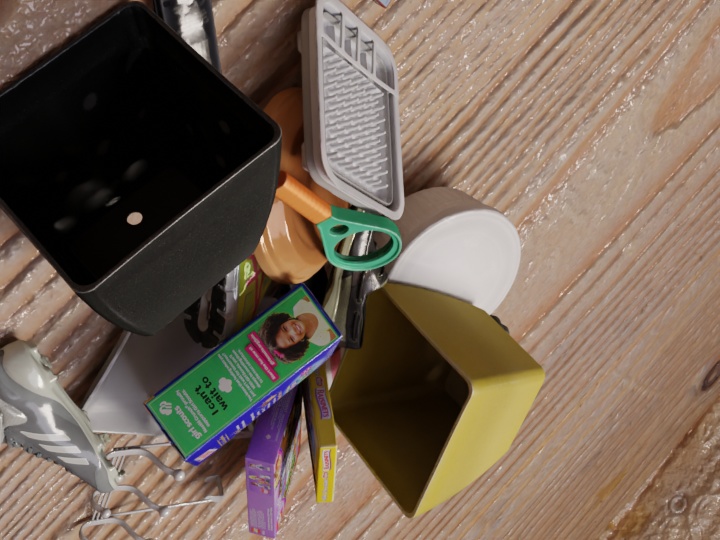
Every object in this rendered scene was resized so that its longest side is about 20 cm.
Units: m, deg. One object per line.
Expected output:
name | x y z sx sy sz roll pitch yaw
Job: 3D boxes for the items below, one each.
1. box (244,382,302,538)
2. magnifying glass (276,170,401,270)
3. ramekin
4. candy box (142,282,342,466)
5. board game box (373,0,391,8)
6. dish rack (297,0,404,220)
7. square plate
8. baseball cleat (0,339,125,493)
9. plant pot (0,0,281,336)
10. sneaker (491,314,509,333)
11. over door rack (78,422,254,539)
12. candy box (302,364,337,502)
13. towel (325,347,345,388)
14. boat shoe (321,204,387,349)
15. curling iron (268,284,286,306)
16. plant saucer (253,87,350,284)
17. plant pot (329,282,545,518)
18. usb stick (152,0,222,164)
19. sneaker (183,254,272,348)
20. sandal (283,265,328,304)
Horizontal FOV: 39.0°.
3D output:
box | -0.106 0.227 1.269 0.201 0.039 0.138 96 8 -52
magnifying glass | -0.026 -0.047 1.006 0.079 0.023 0.200 -25 146 22
ramekin | 0.097 -0.013 1.297 0.200 0.094 0.204 -16 130 -20
candy box | -0.121 0.114 1.072 0.199 0.077 0.169 -39 174 -12
board game box | 0.051 -0.372 1.011 0.201 0.019 0.103 -56 148 6
dish rack | -0.014 -0.159 1.027 0.171 0.043 0.203 25 57 -58
square plate | -0.204 0.095 1.125 0.199 0.028 0.200 18 106 -56
baseball cleat | -0.317 0.159 1.000 0.106 0.070 0.202 -31 121 -13
plant pot | -0.189 -0.062 0.862 0.200 0.199 0.178 -40 156 -18
sneaker | 0.172 0.072 1.526 0.114 0.076 0.201 -34 146 -29
over door rack | -0.218 0.252 1.189 0.198 0.067 0.149 -12 142 -41
candy box | -0.053 0.170 1.244 0.026 0.201 0.103 -1 130 -10
towel | 0.019 0.103 1.411 0.199 0.030 0.147 -35 145 -24
boat shoe | 0.000 0.001 1.163 0.072 0.065 0.203 -76 -177 -64
curling iron | -0.119 0.098 1.226 0.026 0.049 0.202 -88 -162 -72
plant saucer | -0.056 -0.086 1.048 0.200 0.037 0.203 7 90 -67
plant pot | 0.102 0.145 1.233 0.175 0.200 0.202 -3 126 -39
usb stick | -0.152 -0.178 0.931 0.055 0.033 0.202 -27 140 -23
sneaker | -0.125 -0.022 1.060 0.090 0.078 0.203 -5 114 -55
sandal | -0.080 -0.027 1.146 0.075 0.045 0.201 -40 144 -26
